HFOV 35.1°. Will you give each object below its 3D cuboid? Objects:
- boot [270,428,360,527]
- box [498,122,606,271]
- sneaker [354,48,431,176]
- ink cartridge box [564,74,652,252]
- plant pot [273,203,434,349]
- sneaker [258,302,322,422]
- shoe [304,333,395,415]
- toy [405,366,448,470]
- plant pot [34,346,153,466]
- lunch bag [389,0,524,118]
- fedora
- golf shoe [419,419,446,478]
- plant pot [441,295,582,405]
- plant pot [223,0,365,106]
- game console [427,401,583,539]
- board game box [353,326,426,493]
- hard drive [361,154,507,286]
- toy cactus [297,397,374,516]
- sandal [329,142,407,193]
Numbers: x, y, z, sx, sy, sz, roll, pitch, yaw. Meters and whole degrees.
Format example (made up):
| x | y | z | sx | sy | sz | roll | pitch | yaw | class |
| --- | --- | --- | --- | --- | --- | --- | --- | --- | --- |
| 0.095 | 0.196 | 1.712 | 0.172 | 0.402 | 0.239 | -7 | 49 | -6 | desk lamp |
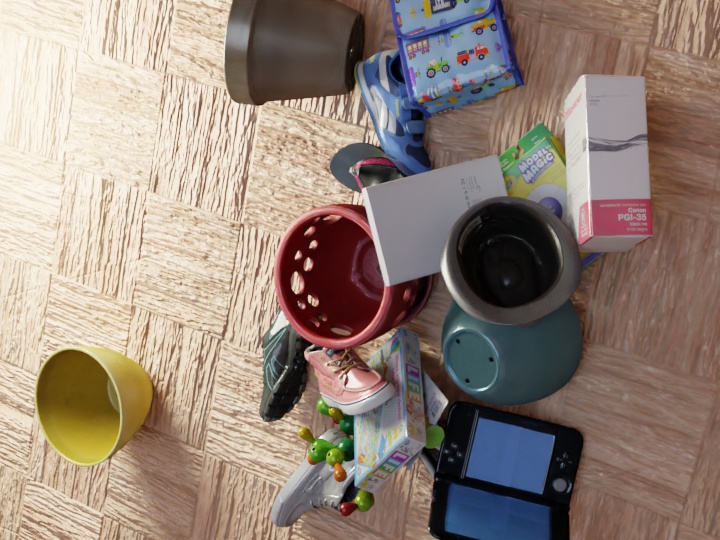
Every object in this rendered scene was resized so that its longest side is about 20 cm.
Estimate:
| x | y | z | sx | sy | sz | roll | pitch | yaw | class |
| --- | --- | --- | --- | --- | --- | --- | --- | --- | --- |
| -0.063 | 0.354 | 1.797 | 0.095 | 0.073 | 0.202 | 42 | 114 | 25 | boot |
| 0.261 | -0.092 | 1.569 | 0.117 | 0.048 | 0.202 | -39 | 76 | 28 | box |
| 0.061 | -0.229 | 1.650 | 0.081 | 0.074 | 0.203 | -26 | 85 | 27 | sneaker |
| 0.312 | -0.133 | 1.447 | 0.081 | 0.147 | 0.204 | -1 | 83 | 0 | ink cartridge box |
| 0.000 | 0.000 | 1.652 | 0.197 | 0.182 | 0.205 | 5 | 100 | 29 | plant pot |
| -0.122 | 0.144 | 1.815 | 0.079 | 0.075 | 0.203 | 28 | 102 | 35 | sneaker |
| -0.022 | 0.148 | 1.643 | 0.092 | 0.071 | 0.199 | 63 | 159 | -9 | shoe |
| 0.079 | 0.200 | 1.665 | 0.047 | 0.200 | 0.116 | 24 | 102 | -22 | toy |
| -0.439 | 0.218 | 1.955 | 0.197 | 0.141 | 0.204 | 5 | 100 | 29 | plant pot |
| 0.128 | -0.339 | 1.589 | 0.148 | 0.094 | 0.204 | -16 | 78 | 17 | lunch bag |
| 0.196 | 0.004 | 1.475 | 0.175 | 0.091 | 0.202 | -27 | 57 | -4 | fedora |
| 0.152 | 0.309 | 1.663 | 0.199 | 0.088 | 0.078 | 40 | 112 | 18 | golf shoe |
| 0.187 | 0.102 | 1.563 | 0.198 | 0.134 | 0.204 | 15 | 115 | 35 | plant pot |
| -0.089 | -0.331 | 1.670 | 0.170 | 0.200 | 0.204 | 12 | 103 | 11 | plant pot |
| 0.203 | 0.290 | 1.561 | 0.196 | 0.119 | 0.176 | 13 | 92 | 1 | game console |
| 0.039 | 0.200 | 1.645 | 0.135 | 0.034 | 0.202 | -48 | 29 | 36 | board game box |
| 0.110 | -0.069 | 1.540 | 0.025 | 0.197 | 0.134 | 170 | 85 | -73 | hard drive |
| 0.000 | 0.276 | 1.711 | 0.201 | 0.162 | 0.104 | -121 | 32 | -46 | toy cactus |
| 0.036 | -0.134 | 1.692 | 0.198 | 0.045 | 0.076 | 27 | 110 | 24 | sandal |
